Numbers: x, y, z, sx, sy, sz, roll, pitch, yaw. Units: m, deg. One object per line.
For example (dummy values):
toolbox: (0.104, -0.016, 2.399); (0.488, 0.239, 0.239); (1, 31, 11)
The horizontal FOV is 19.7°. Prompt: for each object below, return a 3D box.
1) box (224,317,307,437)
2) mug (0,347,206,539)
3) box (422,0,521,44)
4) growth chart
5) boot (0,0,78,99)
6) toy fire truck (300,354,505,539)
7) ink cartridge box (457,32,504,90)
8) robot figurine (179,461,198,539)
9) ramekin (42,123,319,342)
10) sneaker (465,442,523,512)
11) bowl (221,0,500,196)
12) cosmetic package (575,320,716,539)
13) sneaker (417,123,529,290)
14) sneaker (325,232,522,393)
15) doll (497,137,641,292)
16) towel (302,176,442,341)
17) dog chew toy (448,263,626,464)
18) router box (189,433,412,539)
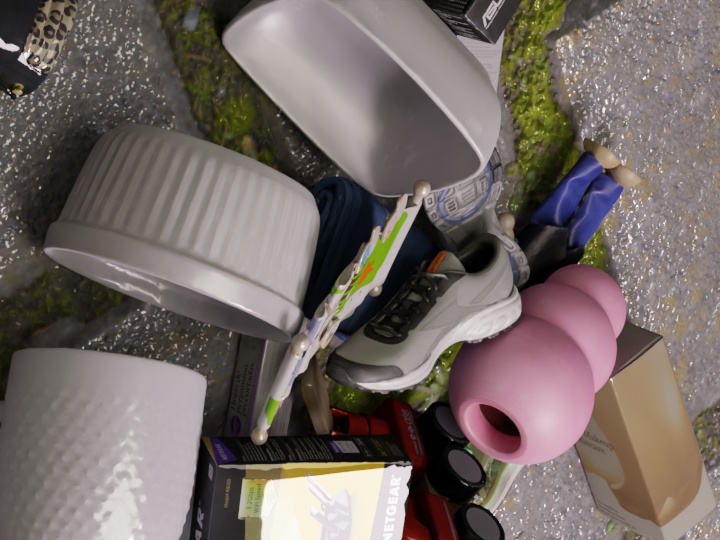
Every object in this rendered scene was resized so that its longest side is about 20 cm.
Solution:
box: (-0.069, 0.044, 1.680); (0.041, 0.039, 0.202); (2, 102, -36)
mug: (-0.220, 0.155, 1.526); (0.148, 0.198, 0.177); (64, 32, -76)
box: (0.079, -0.278, 1.590); (0.047, 0.199, 0.194); (40, 81, -38)
growth chart: (-0.014, 0.026, 1.549); (0.200, 0.018, 0.145); (-51, 170, -38)
boot: (-0.295, -0.146, 1.428); (0.153, 0.073, 0.205); (31, 81, -34)
toy fire truck: (0.010, 0.163, 1.685); (0.199, 0.177, 0.129); (21, 124, -30)
ink cartridge box: (0.074, -0.195, 1.716); (0.094, 0.037, 0.202); (-3, 108, -35)
robot figurine: (-0.101, 0.233, 1.667); (0.168, 0.113, 0.202); (-11, 116, 3)
ramekin: (-0.123, -0.030, 1.523); (0.199, 0.199, 0.106); (25, 80, -38)
sneaker: (0.101, 0.150, 1.830); (0.200, 0.077, 0.089); (-45, 112, -23)
bowl: (0.009, -0.153, 1.565); (0.200, 0.200, 0.075); (44, 68, -18)
cosmetic package: (0.247, 0.144, 1.905); (0.071, 0.105, 0.201); (-36, 121, -22)
sneaker: (0.078, -0.059, 1.717); (0.074, 0.087, 0.201); (-25, 132, -9)
sneaker: (0.046, 0.033, 1.649); (0.199, 0.074, 0.080); (-31, 126, -35)
doll: (0.162, -0.019, 1.826); (0.136, 0.048, 0.201); (34, 89, -47)
towel: (0.000, 0.000, 1.678); (0.200, 0.048, 0.113); (33, 77, -57)
dog chew toy: (0.159, 0.070, 1.751); (0.200, 0.124, 0.125); (-48, 129, -38)
router box: (-0.052, 0.226, 1.587); (0.156, 0.052, 0.202); (0, 111, -19)
